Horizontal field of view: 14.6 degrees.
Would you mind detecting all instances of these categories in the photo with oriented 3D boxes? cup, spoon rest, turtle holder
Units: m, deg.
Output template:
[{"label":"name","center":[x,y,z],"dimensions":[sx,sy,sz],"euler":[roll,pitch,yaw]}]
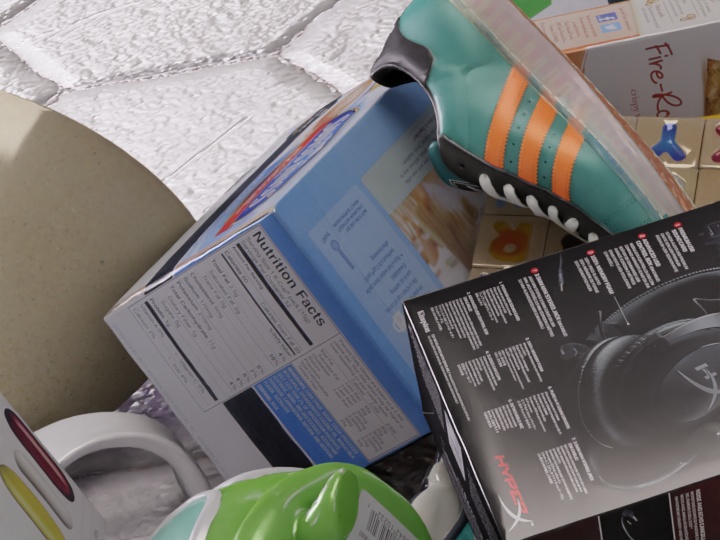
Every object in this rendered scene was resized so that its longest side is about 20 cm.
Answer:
[{"label":"cup","center":[-0.192,0.023,1.413],"dimensions":[0.199,0.201,0.144],"euler":[6,55,32]},{"label":"spoon rest","center":[-0.170,0.116,1.335],"dimensions":[0.199,0.061,0.099],"euler":[-20,27,-17]},{"label":"turtle holder","center":[-0.035,0.172,1.115],"dimensions":[0.131,0.187,0.141],"euler":[-10,-11,37]}]

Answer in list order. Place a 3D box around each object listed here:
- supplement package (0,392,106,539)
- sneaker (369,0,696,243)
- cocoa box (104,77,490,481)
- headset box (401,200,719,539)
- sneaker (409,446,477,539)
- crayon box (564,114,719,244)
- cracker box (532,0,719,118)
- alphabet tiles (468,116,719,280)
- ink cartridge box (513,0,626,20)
[{"label":"supplement package","center":[-0.200,0.154,1.163],"dimensions":[0.155,0.111,0.200],"euler":[-32,24,12]},{"label":"sneaker","center":[0.084,-0.051,1.292],"dimensions":[0.080,0.071,0.200],"euler":[-44,66,8]},{"label":"cocoa box","center":[0.000,0.000,1.363],"dimensions":[0.131,0.134,0.200],"euler":[-31,11,40]},{"label":"headset box","center":[0.135,0.055,1.176],"dimensions":[0.199,0.077,0.149],"euler":[-17,45,-7]},{"label":"sneaker","center":[0.065,0.114,1.251],"dimensions":[0.079,0.078,0.200],"euler":[15,38,10]},{"label":"crayon box","center":[0.199,-0.033,1.368],"dimensions":[0.199,0.052,0.126],"euler":[-7,27,6]},{"label":"cracker box","center":[0.185,-0.079,1.482],"dimensions":[0.199,0.135,0.058],"euler":[-12,27,1]},{"label":"alphabet tiles","center":[0.131,0.002,1.285],"dimensions":[0.165,0.006,0.201],"euler":[3,49,14]},{"label":"ink cartridge box","center":[0.176,-0.150,1.613],"dimensions":[0.199,0.147,0.083],"euler":[0,30,25]}]
